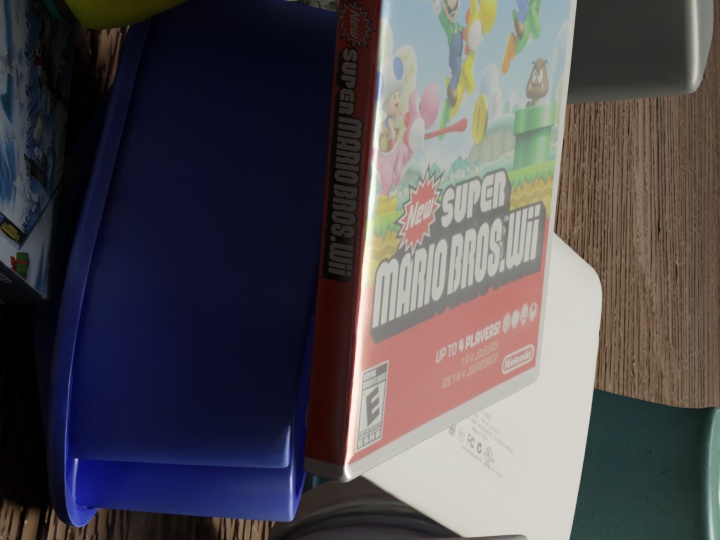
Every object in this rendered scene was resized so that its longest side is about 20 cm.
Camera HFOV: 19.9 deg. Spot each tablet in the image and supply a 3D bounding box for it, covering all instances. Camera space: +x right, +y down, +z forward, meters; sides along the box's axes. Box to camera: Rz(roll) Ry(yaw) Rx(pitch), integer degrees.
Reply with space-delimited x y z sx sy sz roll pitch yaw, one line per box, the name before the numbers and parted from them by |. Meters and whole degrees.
tablet | 0.041 0.028 0.730 0.200 0.014 0.130 38 57 -55

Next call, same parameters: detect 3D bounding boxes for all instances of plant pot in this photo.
plant pot | 0.091 0.141 0.996 0.200 0.188 0.200 -6 90 -73

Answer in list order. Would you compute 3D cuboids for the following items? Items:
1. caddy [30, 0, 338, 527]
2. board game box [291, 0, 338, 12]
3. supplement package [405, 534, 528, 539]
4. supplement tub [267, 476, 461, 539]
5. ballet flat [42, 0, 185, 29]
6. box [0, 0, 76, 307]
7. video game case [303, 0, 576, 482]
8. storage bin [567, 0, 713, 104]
caddy | -0.060 -0.007 0.702 0.141 0.105 0.200 90 10 -67
board game box | -0.011 -0.153 0.975 0.200 0.062 0.200 -61 141 -60
supplement package | -0.052 0.138 0.553 0.200 0.120 0.121 6 78 -51
supplement tub | 0.003 0.189 0.770 0.200 0.145 0.145 -75 153 -49
ballet flat | -0.086 -0.158 0.591 0.067 0.067 0.200 -74 153 -47
box | -0.130 -0.105 0.614 0.137 0.040 0.200 53 35 -61
video game case | 0.030 -0.046 0.643 0.143 0.017 0.200 -20 117 -59
storage bin | 0.097 -0.170 0.964 0.146 0.134 0.200 -63 152 -60
